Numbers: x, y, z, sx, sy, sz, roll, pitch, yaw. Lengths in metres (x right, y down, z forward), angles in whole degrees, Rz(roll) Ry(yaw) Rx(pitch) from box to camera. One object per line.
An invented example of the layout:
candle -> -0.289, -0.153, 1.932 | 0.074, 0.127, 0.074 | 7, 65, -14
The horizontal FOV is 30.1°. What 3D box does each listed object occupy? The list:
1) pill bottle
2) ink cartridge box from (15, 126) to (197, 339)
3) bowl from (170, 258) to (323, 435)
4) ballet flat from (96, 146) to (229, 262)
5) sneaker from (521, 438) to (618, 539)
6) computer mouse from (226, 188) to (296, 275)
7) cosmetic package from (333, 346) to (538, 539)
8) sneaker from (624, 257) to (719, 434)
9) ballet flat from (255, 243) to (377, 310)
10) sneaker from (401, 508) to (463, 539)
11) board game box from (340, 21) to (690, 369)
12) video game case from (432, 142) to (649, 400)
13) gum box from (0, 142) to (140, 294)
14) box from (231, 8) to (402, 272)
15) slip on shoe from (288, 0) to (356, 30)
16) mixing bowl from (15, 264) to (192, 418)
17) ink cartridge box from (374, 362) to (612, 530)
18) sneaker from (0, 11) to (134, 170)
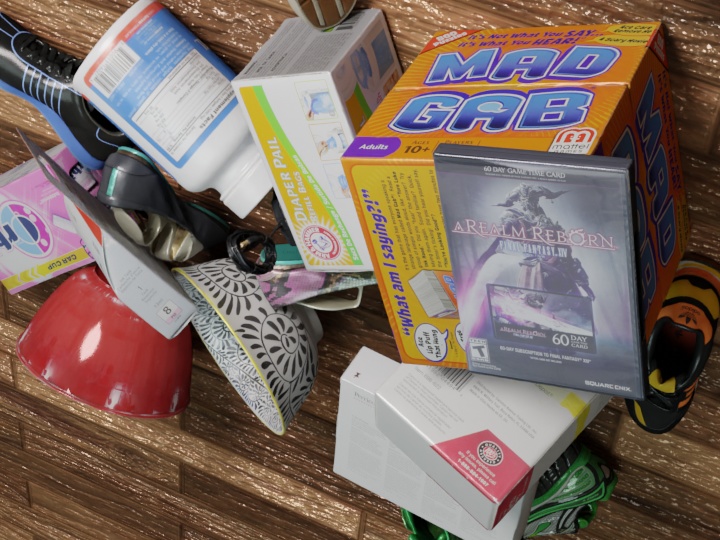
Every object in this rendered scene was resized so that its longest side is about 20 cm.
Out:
pill bottle -> -0.156, -0.144, 1.233 | 0.200, 0.113, 0.112 | 43, 136, -8
ink cartridge box -> -0.256, -0.035, 1.283 | 0.200, 0.057, 0.163 | 40, -178, -34
bowl -> -0.099, 0.057, 1.360 | 0.201, 0.094, 0.201 | 50, 163, 21
ballet flat -> -0.193, -0.050, 1.302 | 0.072, 0.074, 0.200 | 8, 163, 25
sneaker -> 0.190, 0.252, 1.382 | 0.085, 0.078, 0.201 | 35, 136, -1
computer mouse -> -0.067, -0.042, 1.211 | 0.034, 0.200, 0.059 | -19, 102, 24
cosmetic package -> 0.072, 0.175, 1.275 | 0.198, 0.052, 0.152 | 25, 142, 17
sneaker -> 0.267, 0.087, 1.186 | 0.069, 0.090, 0.202 | 21, 134, 14
ballet flat -> 0.000, 0.000, 1.264 | 0.197, 0.069, 0.072 | -10, 117, 10
sneaker -> 0.086, 0.287, 1.470 | 0.073, 0.084, 0.201 | -13, 120, 37
board game box -> 0.133, -0.058, 1.067 | 0.197, 0.201, 0.202 | 3, 128, 29
video game case -> 0.132, 0.003, 0.962 | 0.141, 0.019, 0.202 | 8, 130, 26
gum box -> -0.338, -0.059, 1.447 | 0.198, 0.066, 0.114 | -18, 115, 40
box -> -0.015, -0.110, 1.177 | 0.100, 0.113, 0.202 | 0, 127, 31
slip on shoe -> -0.052, -0.294, 1.085 | 0.061, 0.075, 0.201 | 48, 165, 49
mixing bowl -> -0.257, 0.061, 1.436 | 0.198, 0.200, 0.109 | 27, 105, 9
ink cartridge box -> 0.129, 0.100, 1.174 | 0.145, 0.200, 0.084 | 40, 160, 20
sneaker -> -0.297, -0.190, 1.316 | 0.200, 0.071, 0.078 | 45, 132, -18
